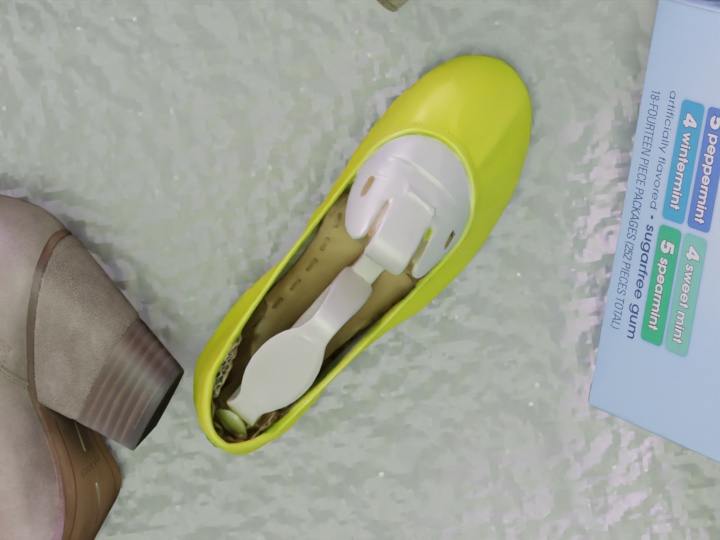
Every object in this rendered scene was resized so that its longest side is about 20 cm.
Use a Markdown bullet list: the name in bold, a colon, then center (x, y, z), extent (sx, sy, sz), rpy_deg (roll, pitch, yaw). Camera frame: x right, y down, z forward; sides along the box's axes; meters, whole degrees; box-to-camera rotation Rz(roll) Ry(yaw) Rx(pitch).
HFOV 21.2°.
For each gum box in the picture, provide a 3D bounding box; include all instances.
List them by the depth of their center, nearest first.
- **gum box**: center (0.184, 0.001, 0.717), extent (0.199, 0.044, 0.172), rpy_deg (23, 111, 45)

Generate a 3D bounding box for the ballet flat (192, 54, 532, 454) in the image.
- **ballet flat**: center (0.000, 0.000, 0.785), extent (0.067, 0.067, 0.200), rpy_deg (40, 104, -4)

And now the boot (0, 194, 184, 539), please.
- **boot**: center (-0.170, 0.064, 0.825), extent (0.145, 0.070, 0.201), rpy_deg (32, 104, 4)

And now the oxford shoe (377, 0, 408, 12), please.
- **oxford shoe**: center (0.077, -0.168, 0.743), extent (0.198, 0.071, 0.074), rpy_deg (-23, 119, 18)
